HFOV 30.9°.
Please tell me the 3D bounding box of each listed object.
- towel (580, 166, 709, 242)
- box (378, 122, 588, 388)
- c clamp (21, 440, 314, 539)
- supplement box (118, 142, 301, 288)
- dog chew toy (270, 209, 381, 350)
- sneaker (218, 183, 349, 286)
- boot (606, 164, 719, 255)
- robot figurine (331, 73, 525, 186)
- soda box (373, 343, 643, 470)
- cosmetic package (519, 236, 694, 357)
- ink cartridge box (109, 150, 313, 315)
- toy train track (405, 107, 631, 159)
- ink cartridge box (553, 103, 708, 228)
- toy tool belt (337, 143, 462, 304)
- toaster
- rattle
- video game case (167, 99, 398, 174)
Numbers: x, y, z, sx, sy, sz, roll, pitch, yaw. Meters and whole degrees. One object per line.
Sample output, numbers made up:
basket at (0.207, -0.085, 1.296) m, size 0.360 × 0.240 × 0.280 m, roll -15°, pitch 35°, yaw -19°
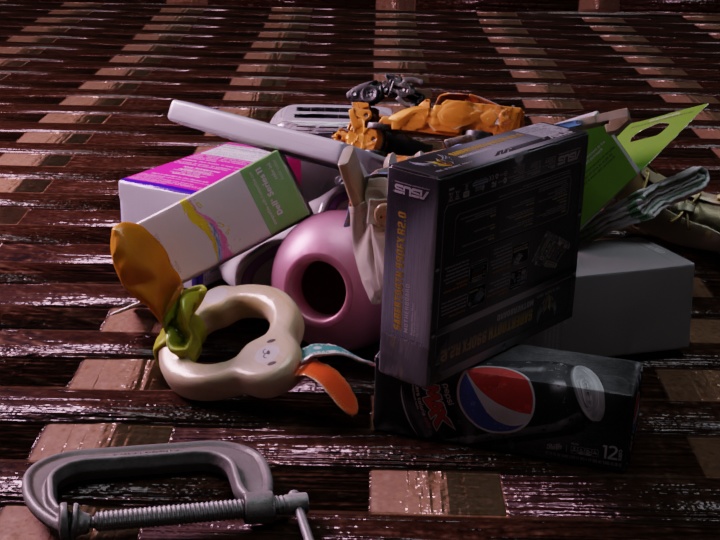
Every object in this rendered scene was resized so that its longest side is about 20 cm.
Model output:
towel at (0.239, -0.040, 1.299) m, size 0.199 × 0.031 × 0.149 m, roll -31°, pitch -7°, yaw 41°
box at (0.096, -0.018, 0.986) m, size 0.048 × 0.160 × 0.199 m, roll 19°, pitch 26°, yaw 37°
c clamp at (-0.131, 0.152, 0.880) m, size 0.198 × 0.027 × 0.171 m, roll -1°, pitch 20°, yaw -8°
supplement box at (-0.153, -0.062, 1.372) m, size 0.103 × 0.102 × 0.200 m, roll 11°, pitch 21°, yaw 29°
dog chew toy at (0.000, 0.000, 1.189) m, size 0.123 × 0.126 × 0.200 m, roll 9°, pitch 13°, yaw 20°
sneaker at (-0.056, -0.043, 1.303) m, size 0.199 × 0.075 × 0.099 m, roll -29°, pitch 28°, yaw -22°
boot at (0.335, -0.072, 1.390) m, size 0.155 × 0.073 × 0.200 m, roll 20°, pitch -9°, yaw 34°
robot figurine at (0.067, -0.126, 1.355) m, size 0.198 × 0.146 × 0.058 m, roll 8°, pitch -3°, yaw 17°
soda box at (0.112, 0.096, 1.000) m, size 0.198 × 0.064 × 0.071 m, roll 7°, pitch 20°, yaw 17°
cosmetic package at (0.188, 0.027, 1.168) m, size 0.198 × 0.091 × 0.107 m, roll -8°, pitch 18°, yaw -18°
ink cartridge box at (-0.146, -0.034, 1.190) m, size 0.199 × 0.068 × 0.117 m, roll -28°, pitch 2°, yaw 1°
toy train track at (0.139, -0.104, 1.143) m, size 0.198 × 0.033 × 0.115 m, roll -12°, pitch -5°, yaw 16°
ink cartridge box at (0.213, -0.115, 1.253) m, size 0.200 × 0.076 × 0.148 m, roll -43°, pitch 11°, yaw -16°
toy tool belt at (0.054, -0.062, 1.074) m, size 0.124 × 0.124 × 0.200 m, roll -25°, pitch 2°, yaw 33°
toaster at (-0.026, -0.117, 1.493) m, size 0.198 × 0.130 × 0.114 m, roll 2°, pitch 20°, yaw 2°
rattle at (-0.091, 0.031, 1.037) m, size 0.130 × 0.144 × 0.199 m, roll -25°, pitch 28°, yaw -37°
video game case at (-0.052, -0.116, 1.228) m, size 0.199 × 0.023 × 0.182 m, roll 17°, pitch 3°, yaw 31°
